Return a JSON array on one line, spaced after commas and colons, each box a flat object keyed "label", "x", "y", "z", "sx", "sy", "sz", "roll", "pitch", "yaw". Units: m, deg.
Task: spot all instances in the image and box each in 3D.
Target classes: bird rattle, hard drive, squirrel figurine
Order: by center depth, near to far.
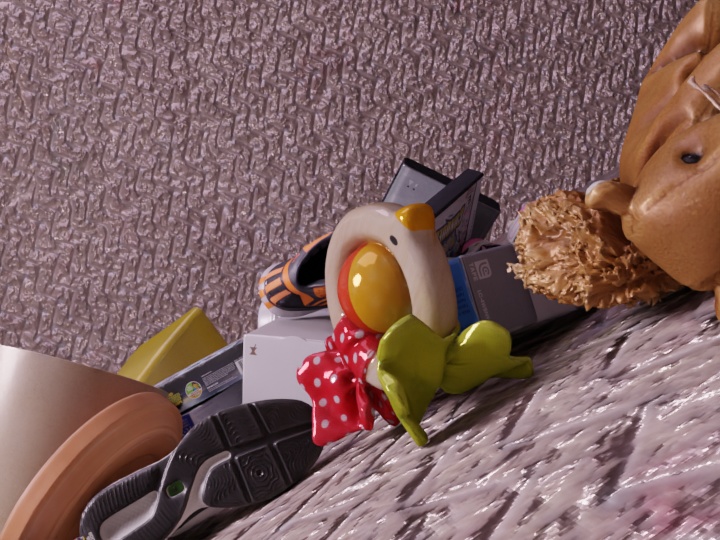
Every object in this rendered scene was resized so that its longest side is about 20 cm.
[{"label": "squirrel figurine", "x": 0.181, "y": -0.033, "z": 0.452, "sx": 0.200, "sy": 0.141, "sz": 0.187, "roll": -49, "pitch": -3, "yaw": 40}, {"label": "bird rattle", "x": 0.023, "y": 0.036, "z": 0.558, "sx": 0.111, "sy": 0.166, "sz": 0.199, "roll": -9, "pitch": 0, "yaw": -25}, {"label": "hard drive", "x": 0.074, "y": -0.030, "z": 1.047, "sx": 0.033, "sy": 0.138, "sz": 0.202, "roll": -82, "pitch": 17, "yaw": -60}]

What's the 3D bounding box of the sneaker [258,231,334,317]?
[{"label": "sneaker", "x": 0.000, "y": 0.000, "z": 0.836, "sx": 0.198, "sy": 0.079, "sz": 0.112, "roll": -16, "pitch": -7, "yaw": -37}]

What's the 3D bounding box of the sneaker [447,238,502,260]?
[{"label": "sneaker", "x": 0.143, "y": 0.013, "z": 0.912, "sx": 0.085, "sy": 0.082, "sz": 0.200, "roll": 1, "pitch": 28, "yaw": 27}]

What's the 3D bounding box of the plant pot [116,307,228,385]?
[{"label": "plant pot", "x": -0.288, "y": 0.211, "z": 1.212, "sx": 0.199, "sy": 0.201, "sz": 0.176, "roll": -30, "pitch": 10, "yaw": 41}]

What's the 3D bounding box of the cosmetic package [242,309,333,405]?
[{"label": "cosmetic package", "x": -0.044, "y": 0.092, "z": 0.846, "sx": 0.106, "sy": 0.087, "sz": 0.200, "roll": 5, "pitch": 8, "yaw": 13}]

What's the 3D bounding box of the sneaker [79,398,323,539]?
[{"label": "sneaker", "x": -0.124, "y": 0.164, "z": 0.656, "sx": 0.198, "sy": 0.077, "sz": 0.115, "roll": -25, "pitch": -7, "yaw": -10}]

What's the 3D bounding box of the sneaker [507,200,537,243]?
[{"label": "sneaker", "x": 0.194, "y": -0.028, "z": 0.851, "sx": 0.081, "sy": 0.089, "sz": 0.200, "roll": -30, "pitch": -1, "yaw": 8}]

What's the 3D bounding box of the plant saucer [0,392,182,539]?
[{"label": "plant saucer", "x": -0.218, "y": 0.197, "z": 0.674, "sx": 0.201, "sy": 0.032, "sz": 0.201, "roll": -51, "pitch": -19, "yaw": -25}]

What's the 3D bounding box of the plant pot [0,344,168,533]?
[{"label": "plant pot", "x": -0.299, "y": 0.192, "z": 0.755, "sx": 0.184, "sy": 0.203, "sz": 0.188, "roll": 13, "pitch": -15, "yaw": 3}]

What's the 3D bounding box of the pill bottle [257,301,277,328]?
[{"label": "pill bottle", "x": -0.028, "y": 0.061, "z": 1.021, "sx": 0.197, "sy": 0.113, "sz": 0.111, "roll": -9, "pitch": 9, "yaw": 26}]

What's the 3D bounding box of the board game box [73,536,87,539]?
[{"label": "board game box", "x": -0.221, "y": 0.230, "z": 0.461, "sx": 0.164, "sy": 0.057, "sz": 0.200, "roll": -28, "pitch": -2, "yaw": -23}]

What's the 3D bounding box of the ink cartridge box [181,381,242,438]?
[{"label": "ink cartridge box", "x": -0.160, "y": 0.162, "z": 0.946, "sx": 0.093, "sy": 0.045, "sz": 0.199, "roll": -29, "pitch": 0, "yaw": 31}]

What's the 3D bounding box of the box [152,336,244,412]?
[{"label": "box", "x": -0.190, "y": 0.129, "z": 0.922, "sx": 0.198, "sy": 0.040, "sz": 0.137, "roll": -28, "pitch": 0, "yaw": 4}]

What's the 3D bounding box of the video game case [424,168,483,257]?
[{"label": "video game case", "x": 0.085, "y": -0.004, "z": 0.928, "sx": 0.200, "sy": 0.025, "sz": 0.183, "roll": -40, "pitch": -36, "yaw": -55}]

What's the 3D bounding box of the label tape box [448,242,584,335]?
[{"label": "label tape box", "x": 0.121, "y": 0.021, "z": 0.652, "sx": 0.197, "sy": 0.067, "sz": 0.143, "roll": -11, "pitch": -12, "yaw": -33}]
